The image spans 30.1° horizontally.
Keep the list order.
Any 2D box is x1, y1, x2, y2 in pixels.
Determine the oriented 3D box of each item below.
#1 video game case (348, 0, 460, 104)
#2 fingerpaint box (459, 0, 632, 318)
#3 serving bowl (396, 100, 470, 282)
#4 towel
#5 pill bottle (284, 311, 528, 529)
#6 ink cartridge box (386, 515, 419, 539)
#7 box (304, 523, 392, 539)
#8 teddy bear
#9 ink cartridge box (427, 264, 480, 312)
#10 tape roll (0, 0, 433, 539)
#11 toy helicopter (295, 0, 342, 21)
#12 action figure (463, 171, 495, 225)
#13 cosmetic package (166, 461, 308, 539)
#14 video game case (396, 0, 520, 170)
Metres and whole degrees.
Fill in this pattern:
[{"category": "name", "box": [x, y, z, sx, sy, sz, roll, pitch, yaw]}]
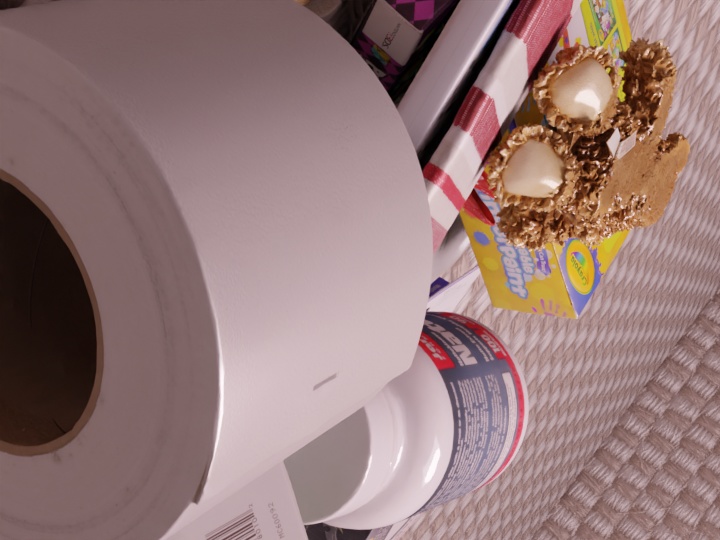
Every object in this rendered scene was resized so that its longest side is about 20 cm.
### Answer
[{"category": "video game case", "box": [0.065, -0.173, 0.761, 0.200, 0.036, 0.181, -47, 179, -18]}, {"category": "fingerpaint box", "box": [0.129, -0.097, 0.924, 0.167, 0.073, 0.200, -54, 136, -34]}, {"category": "serving bowl", "box": [0.047, -0.047, 0.974, 0.200, 0.066, 0.200, -47, 160, -24]}, {"category": "towel", "box": [0.064, -0.084, 0.699, 0.200, 0.023, 0.144, -60, 173, 2]}, {"category": "pill bottle", "box": [0.011, 0.085, 0.775, 0.120, 0.120, 0.200, -60, 158, 14]}, {"category": "ink cartridge box", "box": [0.024, 0.152, 1.074, 0.146, 0.084, 0.200, -48, 167, 1]}, {"category": "box", "box": [-0.075, 0.182, 0.921, 0.200, 0.158, 0.048, -61, 160, 18]}, {"category": "teddy bear", "box": [0.133, -0.074, 0.803, 0.200, 0.067, 0.145, -13, 125, -54]}, {"category": "ink cartridge box", "box": [-0.002, 0.077, 1.056, 0.198, 0.043, 0.200, -31, 159, -47]}, {"category": "tape roll", "box": [-0.091, -0.005, 0.517, 0.139, 0.203, 0.203, -26, 146, -53]}, {"category": "toy helicopter", "box": [0.005, -0.170, 0.655, 0.200, 0.079, 0.132, -35, 164, -35]}, {"category": "action figure", "box": [0.000, 0.000, 0.873, 0.200, 0.052, 0.065, -29, -156, 23]}, {"category": "cosmetic package", "box": [-0.124, 0.141, 0.654, 0.085, 0.200, 0.108, -23, 99, -47]}, {"category": "video game case", "box": [0.035, -0.072, 0.725, 0.200, 0.022, 0.182, -60, 175, 13]}]
